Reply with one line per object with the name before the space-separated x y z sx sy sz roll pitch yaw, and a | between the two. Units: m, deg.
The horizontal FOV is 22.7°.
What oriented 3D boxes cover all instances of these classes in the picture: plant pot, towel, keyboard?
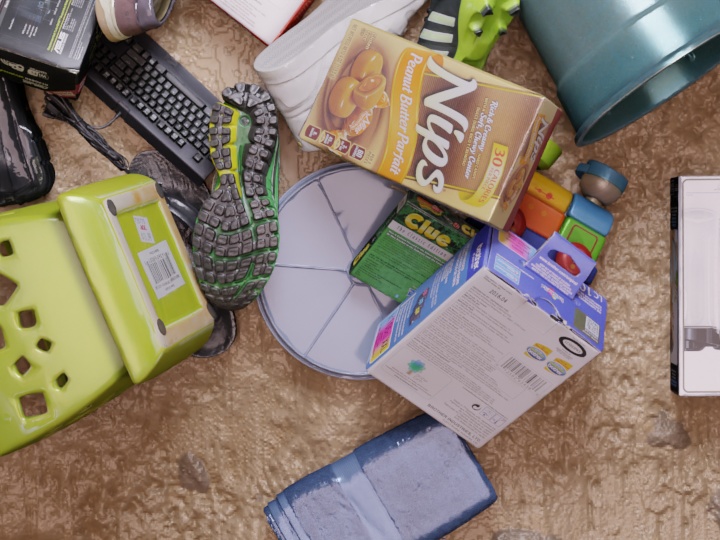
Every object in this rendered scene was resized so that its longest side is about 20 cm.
plant pot | -0.248 0.026 1.567 0.181 0.200 0.200 -22 93 16
plant pot | 0.219 -0.245 1.576 0.200 0.200 0.197 -34 82 2
towel | 0.019 0.215 1.657 0.199 0.049 0.112 -29 91 3
keyboard | -0.212 -0.154 1.648 0.200 0.021 0.127 41 70 1

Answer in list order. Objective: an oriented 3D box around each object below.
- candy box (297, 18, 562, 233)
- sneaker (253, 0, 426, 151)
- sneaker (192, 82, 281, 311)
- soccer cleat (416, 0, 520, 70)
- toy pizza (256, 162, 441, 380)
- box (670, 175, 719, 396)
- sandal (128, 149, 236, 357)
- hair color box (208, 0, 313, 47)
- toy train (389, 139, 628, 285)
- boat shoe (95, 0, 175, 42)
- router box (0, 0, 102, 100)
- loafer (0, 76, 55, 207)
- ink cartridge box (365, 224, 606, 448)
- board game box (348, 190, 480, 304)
candy box | 0.058 -0.125 1.536 0.199 0.055 0.116 25 92 26
sneaker | 0.003 -0.192 1.643 0.200 0.074 0.116 -37 122 -17
sneaker | -0.101 -0.063 1.616 0.078 0.085 0.201 7 86 7
soccer cleat | 0.081 -0.207 1.603 0.067 0.200 0.081 0 55 -29
toy pizza | 0.000 0.000 1.656 0.199 0.032 0.202 0 93 -4
box | 0.342 0.014 1.635 0.116 0.060 0.201 1 92 2
sandal | -0.161 -0.018 1.656 0.075 0.048 0.202 -19 91 2
hair color box | -0.059 -0.311 1.639 0.101 0.061 0.200 38 93 1
toy train | 0.139 -0.077 1.622 0.199 0.085 0.116 29 81 -8
boat shoe | -0.173 -0.284 1.601 0.064 0.072 0.201 4 53 22
router box | -0.294 -0.268 1.608 0.149 0.062 0.201 18 68 -3
loafer | -0.341 -0.157 1.648 0.070 0.068 0.202 -17 90 3
ink cartridge box | 0.121 0.049 1.568 0.136 0.077 0.200 35 128 -17
board game box | 0.100 0.015 1.608 0.199 0.024 0.105 31 130 -13
